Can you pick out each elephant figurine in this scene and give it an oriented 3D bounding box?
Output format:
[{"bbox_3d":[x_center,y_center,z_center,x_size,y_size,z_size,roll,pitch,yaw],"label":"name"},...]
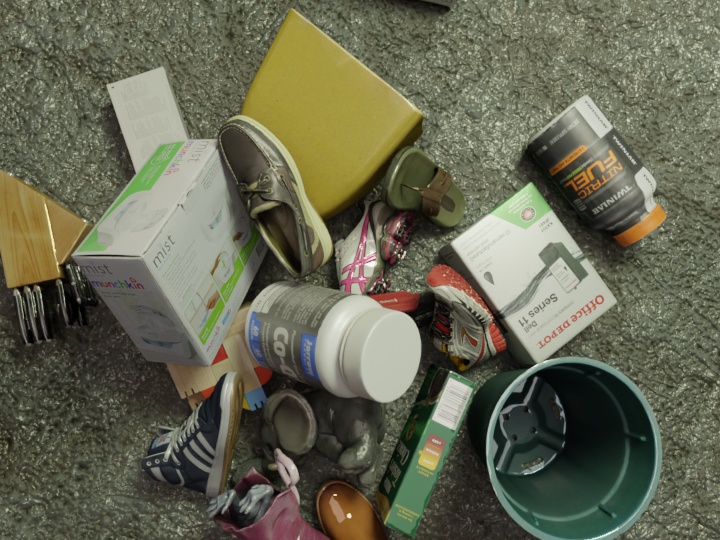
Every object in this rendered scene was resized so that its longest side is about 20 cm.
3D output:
[{"bbox_3d":[-0.070,0.199,0.775,0.197,0.142,0.157,6,55,13],"label":"elephant figurine"}]

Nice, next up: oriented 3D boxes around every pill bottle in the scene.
[{"bbox_3d":[0.332,-0.132,0.835,0.106,0.106,0.201,-38,88,-6],"label":"pill bottle"},{"bbox_3d":[-0.034,0.079,0.690,0.113,0.199,0.115,-7,101,-43],"label":"pill bottle"}]

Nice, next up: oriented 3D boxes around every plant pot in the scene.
[{"bbox_3d":[0.227,0.204,0.750,0.197,0.196,0.203,0,85,-3],"label":"plant pot"},{"bbox_3d":[-0.053,-0.168,0.780,0.194,0.196,0.201,38,100,1],"label":"plant pot"}]

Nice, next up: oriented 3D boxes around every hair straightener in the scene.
[{"bbox_3d":[0.068,0.056,0.807,0.198,0.077,0.041,-13,50,-36],"label":"hair straightener"}]

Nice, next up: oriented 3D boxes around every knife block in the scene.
[{"bbox_3d":[-0.435,-0.009,0.795,0.199,0.064,0.177,32,83,0],"label":"knife block"}]

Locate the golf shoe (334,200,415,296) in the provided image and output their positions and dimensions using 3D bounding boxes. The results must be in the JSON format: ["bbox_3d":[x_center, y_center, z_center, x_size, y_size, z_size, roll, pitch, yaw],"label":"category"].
[{"bbox_3d":[0.000,0.000,0.827,0.091,0.073,0.202,21,81,23],"label":"golf shoe"}]

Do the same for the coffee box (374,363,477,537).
[{"bbox_3d":[0.080,0.224,0.777,0.044,0.123,0.202,24,85,-2],"label":"coffee box"}]

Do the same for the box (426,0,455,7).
[{"bbox_3d":[0.061,-0.496,0.852,0.197,0.097,0.179,12,82,-4],"label":"box"}]

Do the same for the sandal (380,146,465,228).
[{"bbox_3d":[0.095,-0.103,0.780,0.057,0.200,0.081,24,97,38],"label":"sandal"}]

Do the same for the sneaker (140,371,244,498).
[{"bbox_3d":[-0.209,0.201,0.748,0.107,0.070,0.202,15,120,-2],"label":"sneaker"}]

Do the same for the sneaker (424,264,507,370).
[{"bbox_3d":[0.126,0.070,0.772,0.082,0.200,0.078,-36,44,0],"label":"sneaker"}]

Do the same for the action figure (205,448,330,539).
[{"bbox_3d":[-0.086,0.323,0.744,0.200,0.134,0.149,45,78,-23],"label":"action figure"}]

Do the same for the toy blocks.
[{"bbox_3d":[-0.165,0.126,0.795,0.198,0.100,0.138,-23,98,-5],"label":"toy blocks"}]

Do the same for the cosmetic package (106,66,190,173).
[{"bbox_3d":[-0.273,-0.167,0.828,0.082,0.051,0.202,-19,86,-8],"label":"cosmetic package"}]

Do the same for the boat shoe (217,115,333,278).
[{"bbox_3d":[-0.101,-0.083,0.691,0.073,0.065,0.201,-28,103,30],"label":"boat shoe"}]

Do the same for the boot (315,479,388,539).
[{"bbox_3d":[0.016,0.359,0.739,0.076,0.155,0.202,-24,86,-14],"label":"boot"}]

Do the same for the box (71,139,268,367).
[{"bbox_3d":[-0.205,-0.022,0.706,0.095,0.178,0.201,1,46,20],"label":"box"}]

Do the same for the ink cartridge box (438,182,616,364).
[{"bbox_3d":[0.227,0.007,0.826,0.146,0.083,0.201,-36,88,-6],"label":"ink cartridge box"}]
